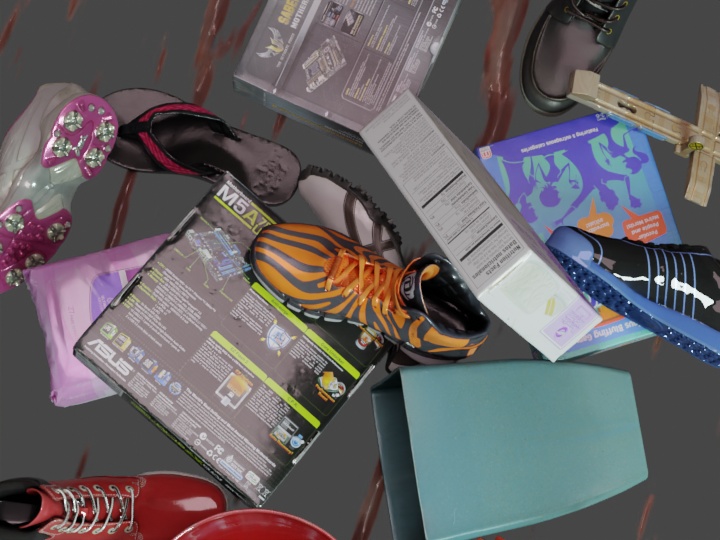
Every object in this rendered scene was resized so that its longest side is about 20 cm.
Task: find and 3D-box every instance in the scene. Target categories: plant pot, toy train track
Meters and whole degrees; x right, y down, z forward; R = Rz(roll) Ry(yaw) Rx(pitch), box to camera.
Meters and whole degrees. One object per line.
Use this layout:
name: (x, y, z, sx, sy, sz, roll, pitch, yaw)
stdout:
plant pot: (0.125, 0.146, 1.347, 0.198, 0.141, 0.143, -6, 80, -10)
toy train track: (0.271, -0.130, 1.418, 0.199, 0.033, 0.116, 21, 66, -19)

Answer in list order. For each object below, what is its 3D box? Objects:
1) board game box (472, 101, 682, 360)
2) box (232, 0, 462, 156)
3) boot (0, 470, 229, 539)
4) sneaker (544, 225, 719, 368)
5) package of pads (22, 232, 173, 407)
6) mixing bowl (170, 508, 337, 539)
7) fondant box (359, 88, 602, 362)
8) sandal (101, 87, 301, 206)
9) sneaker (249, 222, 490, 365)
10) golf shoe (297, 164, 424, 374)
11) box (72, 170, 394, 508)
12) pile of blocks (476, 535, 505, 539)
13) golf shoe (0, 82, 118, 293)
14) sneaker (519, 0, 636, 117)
board game box: (0.197, -0.029, 1.425, 0.151, 0.045, 0.202, -17, 82, -6)
box: (-0.003, -0.220, 1.448, 0.157, 0.048, 0.201, 23, 80, 2)
boot: (-0.206, 0.196, 1.318, 0.198, 0.144, 0.073, -2, 78, -4)
sneaker: (0.251, 0.005, 1.368, 0.199, 0.070, 0.078, 31, 78, -5)
package of pads: (-0.176, 0.036, 1.383, 0.198, 0.076, 0.122, -14, 84, -5)
mixing bowl: (-0.086, 0.297, 1.323, 0.198, 0.108, 0.202, 0, 79, -3)
fondant box: (0.095, -0.036, 1.301, 0.058, 0.144, 0.201, -40, 53, 10)
sandal: (-0.147, -0.112, 1.424, 0.198, 0.045, 0.076, 17, 80, 1)
sneaker: (0.015, 0.006, 1.275, 0.199, 0.112, 0.078, 22, 72, -9)
golf shoe: (0.000, 0.000, 1.396, 0.094, 0.078, 0.200, -40, 83, -8)
box: (-0.098, 0.056, 1.323, 0.200, 0.048, 0.193, 40, 74, -3)
pile of blocks: (0.091, 0.258, 1.361, 0.198, 0.082, 0.063, -3, 65, -13)
golf shoe: (-0.285, -0.073, 1.408, 0.201, 0.075, 0.091, -56, 45, 4)
sneaker: (0.203, -0.235, 1.430, 0.074, 0.106, 0.201, 28, 80, 3)
